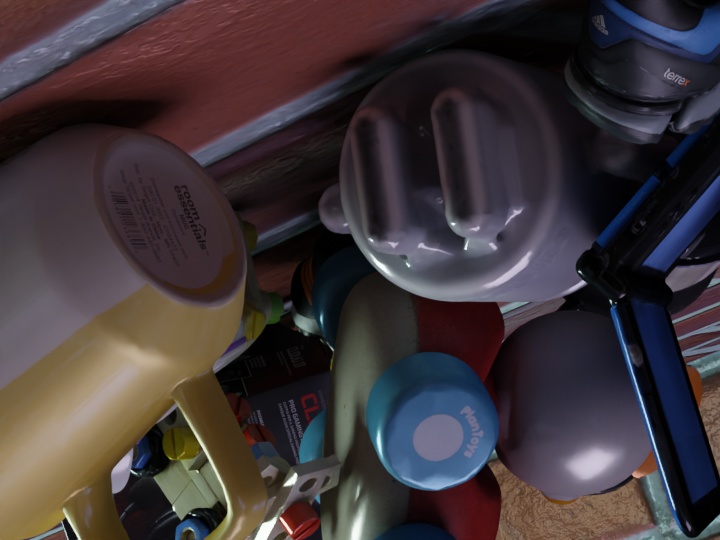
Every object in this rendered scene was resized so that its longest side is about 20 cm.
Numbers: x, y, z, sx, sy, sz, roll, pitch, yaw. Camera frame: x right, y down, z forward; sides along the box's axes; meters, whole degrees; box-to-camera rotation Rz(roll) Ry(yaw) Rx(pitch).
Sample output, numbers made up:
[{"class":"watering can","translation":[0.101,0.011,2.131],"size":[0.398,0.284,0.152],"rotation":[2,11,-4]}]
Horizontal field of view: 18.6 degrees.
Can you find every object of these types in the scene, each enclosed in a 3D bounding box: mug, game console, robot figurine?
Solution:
[{"class":"mug","translation":[-0.115,0.026,0.940],"size":[0.153,0.186,0.150],"rotation":[-35,-154,32]},{"class":"game console","translation":[0.173,0.015,1.015],"size":[0.171,0.118,0.200],"rotation":[-49,169,7]},{"class":"robot figurine","translation":[0.063,-0.042,1.035],"size":[0.169,0.114,0.200],"rotation":[-6,177,26]}]

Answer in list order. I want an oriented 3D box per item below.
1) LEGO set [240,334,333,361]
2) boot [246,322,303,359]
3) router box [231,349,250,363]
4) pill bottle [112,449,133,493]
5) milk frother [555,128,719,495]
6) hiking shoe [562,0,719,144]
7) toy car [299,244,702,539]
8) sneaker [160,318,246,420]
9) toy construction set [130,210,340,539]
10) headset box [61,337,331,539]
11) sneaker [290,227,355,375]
[{"class":"LEGO set","translation":[-0.008,0.055,1.434],"size":[0.200,0.153,0.116],"rotation":[-10,127,-53]},{"class":"boot","translation":[-0.103,0.089,1.590],"size":[0.153,0.074,0.203],"rotation":[-21,171,28]},{"class":"router box","translation":[-0.180,0.057,1.306],"size":[0.157,0.052,0.200],"rotation":[-23,170,20]},{"class":"pill bottle","translation":[-0.222,0.084,1.119],"size":[0.199,0.112,0.111],"rotation":[-5,166,-24]},{"class":"milk frother","translation":[0.149,0.007,1.216],"size":[0.180,0.201,0.188],"rotation":[-20,171,-5]},{"class":"hiking shoe","translation":[0.172,-0.123,0.901],"size":[0.200,0.074,0.087],"rotation":[-31,146,-28]},{"class":"toy car","translation":[0.083,0.087,1.138],"size":[0.199,0.178,0.184],"rotation":[0,-160,-12]},{"class":"sneaker","translation":[-0.151,0.036,1.063],"size":[0.199,0.115,0.073],"rotation":[-16,172,-12]},{"class":"toy construction set","translation":[-0.068,0.077,1.151],"size":[0.092,0.200,0.131],"rotation":[16,123,-40]},{"class":"headset box","translation":[-0.075,0.138,1.316],"size":[0.199,0.149,0.075],"rotation":[-17,-164,-5]},{"class":"sneaker","translation":[0.000,0.000,1.302],"size":[0.070,0.091,0.200],"rotation":[-4,-166,-9]}]
